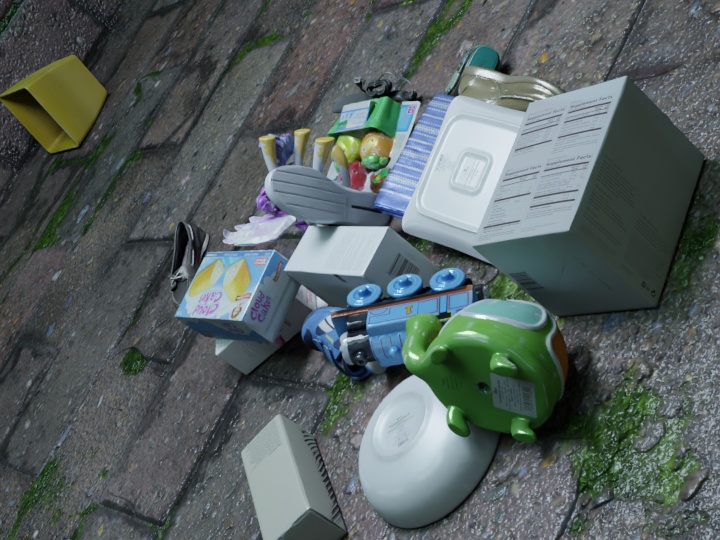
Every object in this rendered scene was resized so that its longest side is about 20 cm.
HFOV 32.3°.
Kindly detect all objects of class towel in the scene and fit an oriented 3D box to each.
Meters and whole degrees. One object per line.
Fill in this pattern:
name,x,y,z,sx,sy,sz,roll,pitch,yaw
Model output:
towel,0.120,-0.147,1.710,0.144,0.024,0.201,19,71,31

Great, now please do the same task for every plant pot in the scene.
plant pot,-0.777,-0.444,3.221,0.200,0.200,0.177,-1,45,55

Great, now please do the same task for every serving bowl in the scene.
serving bowl,0.066,0.191,1.430,0.200,0.066,0.201,-35,34,29

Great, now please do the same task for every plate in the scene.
plate,0.149,-0.123,1.601,0.200,0.032,0.200,22,89,45

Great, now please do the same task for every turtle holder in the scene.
turtle holder,0.139,0.100,1.349,0.185,0.141,0.132,-18,24,44

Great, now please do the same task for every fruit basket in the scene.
fruit basket,-0.002,-0.164,1.891,0.185,0.094,0.201,1,62,55

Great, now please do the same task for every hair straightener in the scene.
hair straightener,0.017,-0.279,2.003,0.200,0.077,0.041,-2,54,54

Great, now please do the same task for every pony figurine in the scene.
pony figurine,-0.093,-0.103,1.829,0.192,0.201,0.166,5,23,29

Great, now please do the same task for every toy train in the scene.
toy train,0.060,0.063,1.503,0.199,0.087,0.114,-11,33,14

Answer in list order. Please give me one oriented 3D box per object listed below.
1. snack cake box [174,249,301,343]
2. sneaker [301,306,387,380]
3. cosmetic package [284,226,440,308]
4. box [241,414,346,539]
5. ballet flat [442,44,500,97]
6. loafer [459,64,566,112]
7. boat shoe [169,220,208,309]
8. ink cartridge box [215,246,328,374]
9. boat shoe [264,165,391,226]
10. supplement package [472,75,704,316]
snack cake box,-0.177,0.037,1.806,0.200,0.067,0.115,-1,58,54
sneaker,-0.021,0.098,1.650,0.200,0.074,0.083,-5,55,54
cosmetic package,0.000,0.000,1.688,0.200,0.113,0.081,0,57,57
box,-0.086,0.274,1.553,0.082,0.068,0.200,-46,30,13
ballet flat,0.141,-0.233,1.803,0.200,0.074,0.074,-57,29,-12
loafer,0.209,-0.221,1.658,0.200,0.076,0.068,22,89,47
boat shoe,-0.314,-0.009,2.200,0.067,0.057,0.201,-34,34,29
ink cartridge box,-0.127,0.048,1.859,0.200,0.067,0.117,-40,32,21
boat shoe,-0.054,-0.090,1.714,0.071,0.199,0.072,-12,66,54
supplement package,0.252,-0.077,1.367,0.150,0.152,0.201,-9,51,52
